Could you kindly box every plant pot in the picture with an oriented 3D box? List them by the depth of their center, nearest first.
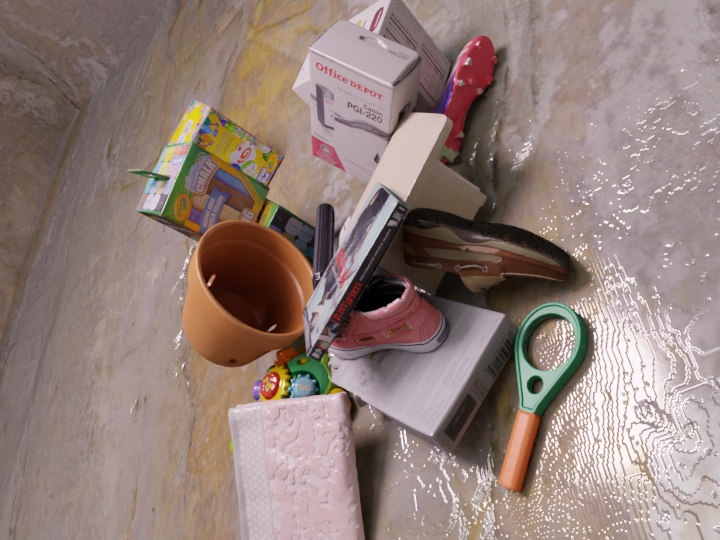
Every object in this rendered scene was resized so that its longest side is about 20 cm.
[{"bbox_3d":[-0.176,0.048,0.900,0.140,0.197,0.203,-45,40,36],"label":"plant pot"}]

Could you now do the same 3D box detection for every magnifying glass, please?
[{"bbox_3d":[0.188,0.132,0.651,0.079,0.022,0.204,6,72,50],"label":"magnifying glass"}]

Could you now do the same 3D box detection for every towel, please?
[{"bbox_3d":[-0.086,0.268,0.787,0.187,0.032,0.205,-11,82,27],"label":"towel"}]

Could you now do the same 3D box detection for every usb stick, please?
[{"bbox_3d":[-0.056,-0.034,0.946,0.202,0.032,0.056,-93,5,-52],"label":"usb stick"}]

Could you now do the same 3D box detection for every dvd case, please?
[{"bbox_3d":[-0.012,-0.005,0.732,0.202,0.022,0.146,-60,14,11],"label":"dvd case"}]

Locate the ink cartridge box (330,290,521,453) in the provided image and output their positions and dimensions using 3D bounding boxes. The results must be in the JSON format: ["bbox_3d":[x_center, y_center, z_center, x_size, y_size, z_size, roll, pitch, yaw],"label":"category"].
[{"bbox_3d":[0.074,0.109,0.742,0.164,0.057,0.198,-54,30,-16],"label":"ink cartridge box"}]

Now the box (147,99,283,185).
[{"bbox_3d":[-0.303,-0.211,1.276,0.122,0.191,0.202,33,93,51],"label":"box"}]

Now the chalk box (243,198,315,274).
[{"bbox_3d":[-0.147,-0.043,1.052,0.199,0.124,0.126,31,91,53],"label":"chalk box"}]

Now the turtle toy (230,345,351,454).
[{"bbox_3d":[-0.110,0.197,0.883,0.202,0.100,0.146,-54,39,9],"label":"turtle toy"}]

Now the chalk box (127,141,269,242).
[{"bbox_3d":[-0.273,-0.125,0.984,0.123,0.198,0.126,12,76,50],"label":"chalk box"}]

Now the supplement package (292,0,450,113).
[{"bbox_3d":[0.017,-0.317,0.992,0.198,0.155,0.113,-12,49,44],"label":"supplement package"}]

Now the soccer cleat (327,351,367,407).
[{"bbox_3d":[-0.023,0.108,0.852,0.086,0.070,0.200,-40,40,-6],"label":"soccer cleat"}]

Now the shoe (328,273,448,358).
[{"bbox_3d":[0.006,0.054,0.748,0.197,0.091,0.072,-7,47,42],"label":"shoe"}]

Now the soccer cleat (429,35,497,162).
[{"bbox_3d":[0.138,-0.254,0.905,0.076,0.066,0.204,14,82,56],"label":"soccer cleat"}]

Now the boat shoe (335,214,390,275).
[{"bbox_3d":[0.000,0.000,0.910,0.066,0.073,0.202,-48,28,27],"label":"boat shoe"}]

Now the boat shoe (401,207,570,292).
[{"bbox_3d":[0.141,-0.016,0.712,0.196,0.075,0.075,17,111,20],"label":"boat shoe"}]

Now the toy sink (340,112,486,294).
[{"bbox_3d":[0.081,-0.092,0.817,0.203,0.111,0.130,-63,27,3],"label":"toy sink"}]

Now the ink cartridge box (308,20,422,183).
[{"bbox_3d":[0.003,-0.237,0.895,0.144,0.202,0.085,29,56,17],"label":"ink cartridge box"}]
